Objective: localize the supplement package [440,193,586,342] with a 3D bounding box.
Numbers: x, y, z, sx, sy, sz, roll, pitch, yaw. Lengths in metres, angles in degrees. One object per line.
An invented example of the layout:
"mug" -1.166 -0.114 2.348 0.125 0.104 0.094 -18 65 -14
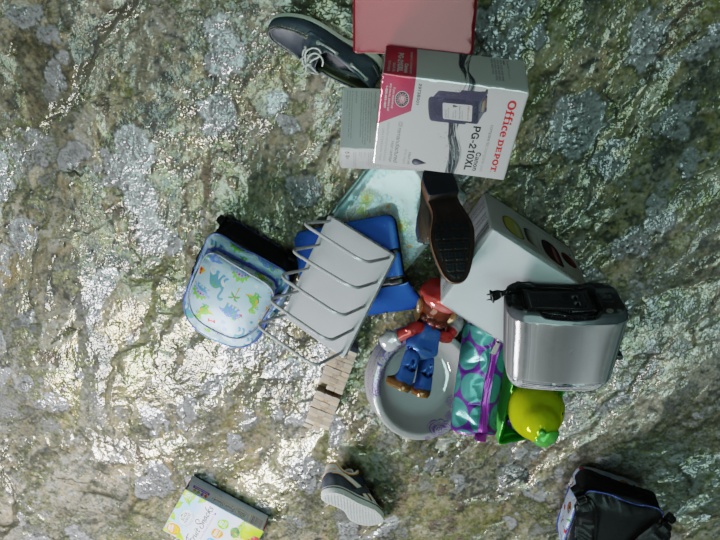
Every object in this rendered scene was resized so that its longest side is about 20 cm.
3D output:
"supplement package" 0.247 0.005 1.061 0.190 0.201 0.148 31 113 -6

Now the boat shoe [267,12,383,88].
"boat shoe" -0.062 -0.344 1.028 0.197 0.063 0.075 25 158 -8

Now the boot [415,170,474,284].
"boot" 0.131 -0.057 1.010 0.073 0.203 0.097 -3 154 -7

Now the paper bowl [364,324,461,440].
"paper bowl" 0.105 0.201 1.189 0.197 0.104 0.205 -1 94 -12

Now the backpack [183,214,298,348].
"backpack" -0.230 0.039 1.169 0.181 0.147 0.202 28 116 -2

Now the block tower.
"block tower" -0.056 0.223 1.268 0.053 0.058 0.202 20 115 -1

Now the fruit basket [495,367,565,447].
"fruit basket" 0.311 0.224 1.126 0.153 0.216 0.219 -4 115 -25

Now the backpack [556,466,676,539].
"backpack" 0.474 0.496 1.255 0.197 0.154 0.194 18 105 7

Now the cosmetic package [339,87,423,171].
"cosmetic package" 0.067 -0.223 1.024 0.196 0.085 0.110 4 77 -1

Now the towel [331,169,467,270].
"towel" 0.061 -0.109 1.125 0.170 0.048 0.201 36 112 -10

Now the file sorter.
"file sorter" -0.059 0.032 1.051 0.138 0.124 0.202 31 105 17

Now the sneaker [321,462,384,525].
"sneaker" -0.011 0.473 1.356 0.077 0.080 0.200 -21 132 21

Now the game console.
"game console" 0.000 0.000 1.154 0.197 0.118 0.174 -9 91 23

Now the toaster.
"toaster" 0.279 0.094 0.923 0.196 0.114 0.131 0 114 5

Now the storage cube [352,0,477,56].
"storage cube" 0.080 -0.416 0.931 0.196 0.171 0.183 2 114 6

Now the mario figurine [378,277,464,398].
"mario figurine" 0.106 0.110 1.102 0.105 0.123 0.203 16 83 31

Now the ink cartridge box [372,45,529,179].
"ink cartridge box" 0.123 -0.220 0.902 0.196 0.085 0.146 7 135 0

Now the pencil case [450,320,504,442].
"pencil case" 0.209 0.184 1.113 0.084 0.092 0.204 6 95 -14

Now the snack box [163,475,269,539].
"snack box" -0.326 0.571 1.445 0.198 0.053 0.143 30 112 -5
